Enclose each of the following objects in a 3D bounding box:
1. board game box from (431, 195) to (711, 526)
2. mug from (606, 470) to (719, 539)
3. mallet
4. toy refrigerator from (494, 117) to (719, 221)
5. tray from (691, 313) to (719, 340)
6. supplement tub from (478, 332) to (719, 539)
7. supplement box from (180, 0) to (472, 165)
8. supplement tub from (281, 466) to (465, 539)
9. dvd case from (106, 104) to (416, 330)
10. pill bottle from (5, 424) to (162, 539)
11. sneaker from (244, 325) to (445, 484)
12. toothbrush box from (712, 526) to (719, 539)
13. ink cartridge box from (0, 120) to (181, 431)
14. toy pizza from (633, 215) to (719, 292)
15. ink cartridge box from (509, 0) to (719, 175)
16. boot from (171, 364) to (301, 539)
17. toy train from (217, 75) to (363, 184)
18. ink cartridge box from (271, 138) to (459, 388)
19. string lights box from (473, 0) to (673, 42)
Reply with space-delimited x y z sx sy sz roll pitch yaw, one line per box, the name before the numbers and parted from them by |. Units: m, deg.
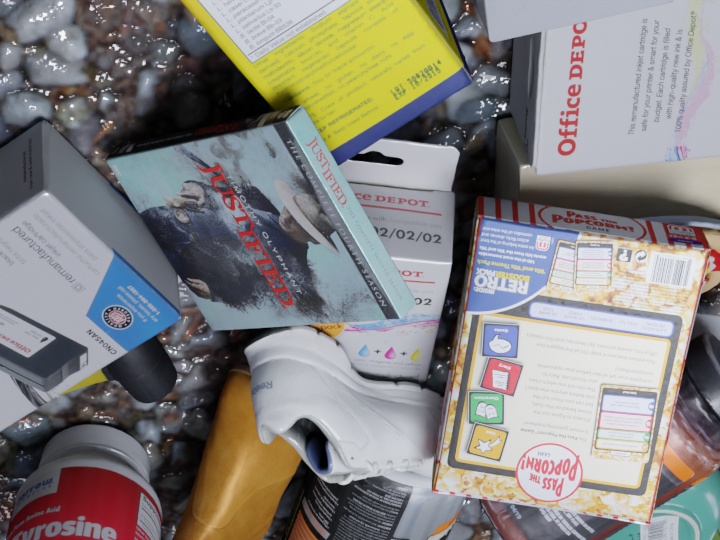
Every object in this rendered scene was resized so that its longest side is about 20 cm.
board game box | 0.135 0.061 1.112 0.151 0.046 0.200 9 110 0
mug | 0.201 0.174 1.343 0.185 0.114 0.152 25 121 -29
mallet | -0.237 0.083 1.226 0.200 0.041 0.066 -14 132 5
toy refrigerator | 0.197 -0.071 1.169 0.200 0.070 0.076 -8 127 -8
tray | 0.184 0.057 1.244 0.200 0.022 0.107 5 157 -35
supplement tub | 0.187 0.127 1.214 0.200 0.107 0.107 -35 128 19
supplement box | -0.036 -0.178 0.999 0.109 0.110 0.200 -30 130 13
supplement tub | 0.008 0.194 1.314 0.122 0.123 0.200 7 129 -18
dvd case | -0.068 -0.027 1.068 0.200 0.022 0.146 -5 121 49
pill bottle | -0.203 0.208 1.221 0.112 0.200 0.112 -1 126 -1
sneaker | -0.001 0.114 1.167 0.200 0.087 0.074 26 139 -27
toothbrush box | 0.258 0.309 1.449 0.200 0.146 0.086 -40 127 22
ink cartridge box | -0.243 0.017 1.134 0.200 0.084 0.145 -32 128 15
toy pizza | 0.178 0.012 1.197 0.200 0.032 0.200 -9 161 -3
ink cartridge box | 0.202 -0.150 1.089 0.200 0.084 0.145 -6 129 -7
boot | -0.099 0.168 1.233 0.071 0.144 0.201 26 152 15
toy train | -0.022 -0.064 1.148 0.046 0.034 0.200 -37 127 23
ink cartridge box | 0.000 0.000 1.146 0.115 0.068 0.200 6 141 -2
string lights box | 0.097 -0.214 0.937 0.103 0.200 0.059 -12 130 -1
